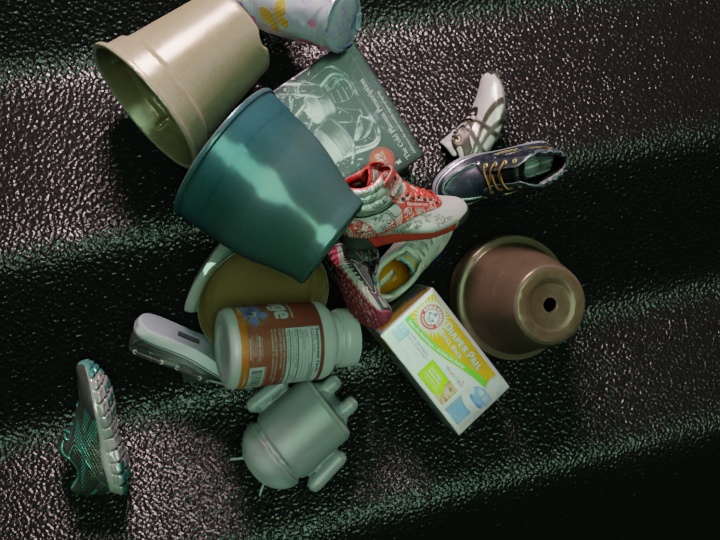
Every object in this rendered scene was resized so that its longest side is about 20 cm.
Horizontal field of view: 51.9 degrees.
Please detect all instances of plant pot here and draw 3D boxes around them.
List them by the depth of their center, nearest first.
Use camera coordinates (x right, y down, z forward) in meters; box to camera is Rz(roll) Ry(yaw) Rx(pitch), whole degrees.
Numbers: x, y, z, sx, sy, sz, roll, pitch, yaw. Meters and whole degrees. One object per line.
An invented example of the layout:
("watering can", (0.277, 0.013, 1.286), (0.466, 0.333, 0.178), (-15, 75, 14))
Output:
("plant pot", (-0.105, -0.092, 0.951), (0.187, 0.200, 0.201), (39, 85, -1))
("plant pot", (-0.232, -0.278, 1.026), (0.183, 0.200, 0.201), (-45, 100, -18))
("plant pot", (-0.143, 0.039, 1.083), (0.196, 0.028, 0.203), (-14, 127, -18))
("plant pot", (0.253, 0.043, 1.131), (0.196, 0.174, 0.205), (0, 91, -11))

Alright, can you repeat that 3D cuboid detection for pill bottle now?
("pill bottle", (-0.102, 0.103, 1.058), (0.196, 0.112, 0.115), (-3, 93, -25))

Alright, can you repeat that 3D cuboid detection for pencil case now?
("pencil case", (-0.094, -0.372, 1.045), (0.091, 0.197, 0.084), (-44, 146, -41))

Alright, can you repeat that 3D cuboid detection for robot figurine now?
("robot figurine", (-0.094, 0.241, 1.099), (0.199, 0.113, 0.170), (-39, 83, -7))

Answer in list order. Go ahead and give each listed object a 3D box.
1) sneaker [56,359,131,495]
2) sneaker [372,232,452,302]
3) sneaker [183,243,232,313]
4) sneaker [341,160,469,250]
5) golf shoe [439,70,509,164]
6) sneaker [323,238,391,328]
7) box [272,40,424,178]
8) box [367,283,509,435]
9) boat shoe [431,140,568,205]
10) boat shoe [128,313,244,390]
("sneaker", (-0.394, 0.232, 1.061), (0.089, 0.078, 0.204), (-11, 93, -7))
("sneaker", (0.084, -0.028, 1.141), (0.076, 0.081, 0.201), (39, 83, -8))
("sneaker", (-0.168, 0.002, 1.096), (0.118, 0.074, 0.202), (38, 86, -13))
("sneaker", (0.063, -0.102, 1.043), (0.197, 0.068, 0.110), (-13, 124, -12))
("golf shoe", (0.174, -0.216, 1.154), (0.092, 0.078, 0.205), (8, 90, -11))
("sneaker", (0.000, 0.000, 1.075), (0.073, 0.201, 0.082), (-19, 135, -11))
("box", (-0.038, -0.199, 1.098), (0.181, 0.104, 0.202), (-35, 98, -7))
("box", (0.117, 0.132, 1.143), (0.112, 0.101, 0.201), (-41, 99, -7))
("boat shoe", (0.204, -0.143, 1.091), (0.197, 0.091, 0.072), (-19, 104, 0))
("boat shoe", (-0.249, 0.136, 1.092), (0.197, 0.070, 0.067), (26, 110, -17))
